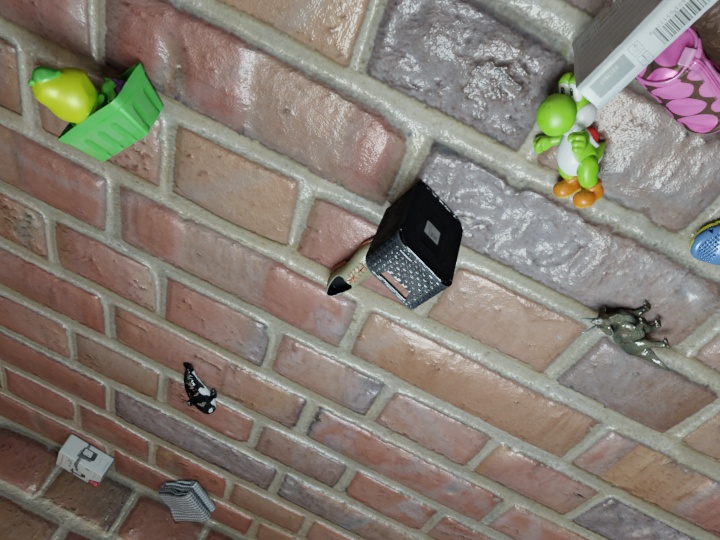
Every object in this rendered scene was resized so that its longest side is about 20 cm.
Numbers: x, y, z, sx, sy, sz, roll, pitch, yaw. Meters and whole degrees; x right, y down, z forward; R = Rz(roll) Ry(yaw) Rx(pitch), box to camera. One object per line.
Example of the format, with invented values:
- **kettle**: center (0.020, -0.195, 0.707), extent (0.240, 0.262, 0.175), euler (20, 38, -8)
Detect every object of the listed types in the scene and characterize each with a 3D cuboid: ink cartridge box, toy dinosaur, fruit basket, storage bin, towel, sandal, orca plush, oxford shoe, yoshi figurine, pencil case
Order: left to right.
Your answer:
- **ink cartridge box**: center (-1.122, 0.775, 2.140), extent (0.198, 0.084, 0.146), euler (34, 130, -7)
- **fruit basket**: center (-0.518, -0.329, 1.013), extent (0.209, 0.158, 0.218), euler (6, 142, 5)
- **towel**: center (-0.695, 0.915, 2.088), extent (0.195, 0.086, 0.168), euler (-12, 121, 28)
- **orca plush**: center (-0.502, 0.380, 1.611), extent (0.102, 0.072, 0.204), euler (10, 129, 13)
- **oxford shoe**: center (0.000, 0.000, 1.127), extent (0.070, 0.075, 0.199), euler (41, 129, -13)
- **storage bin**: center (0.104, -0.049, 0.967), extent (0.135, 0.202, 0.093), euler (42, 129, -15)
- **yoshi figurine**: center (0.324, -0.201, 0.834), extent (0.110, 0.113, 0.204), euler (-2, 123, 29)
- **toy dinosaur**: center (0.536, 0.124, 1.038), extent (0.199, 0.078, 0.102), euler (38, 142, -17)
- **ink cartridge box**: center (0.347, -0.314, 0.670), extent (0.057, 0.201, 0.163), euler (37, 130, -6)
- **pencil case**: center (0.442, -0.253, 0.703), extent (0.196, 0.094, 0.092), euler (12, 122, -37)
- **sandal**: center (0.649, -0.029, 0.857), extent (0.194, 0.088, 0.081), euler (5, 130, 19)
